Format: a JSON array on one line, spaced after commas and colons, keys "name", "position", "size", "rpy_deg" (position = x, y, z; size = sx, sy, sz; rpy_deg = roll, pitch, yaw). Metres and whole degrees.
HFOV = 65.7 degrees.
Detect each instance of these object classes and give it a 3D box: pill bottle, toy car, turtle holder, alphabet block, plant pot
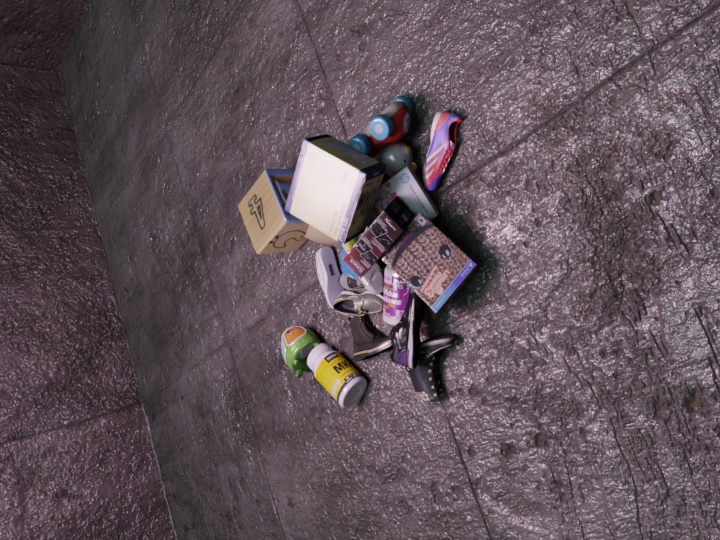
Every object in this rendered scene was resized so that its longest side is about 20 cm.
[{"name": "pill bottle", "position": [-0.080, 0.334, 1.800], "size": [0.199, 0.112, 0.117], "rpy_deg": [39, 120, 33]}, {"name": "toy car", "position": [0.098, -0.337, 1.533], "size": [0.175, 0.185, 0.202], "rpy_deg": [-30, 104, 41]}, {"name": "turtle holder", "position": [-0.201, 0.270, 1.912], "size": [0.142, 0.185, 0.131], "rpy_deg": [-48, 60, 0]}, {"name": "alphabet block", "position": [-0.260, -0.196, 1.855], "size": [0.199, 0.191, 0.202], "rpy_deg": [-40, 67, 40]}, {"name": "plant pot", "position": [-0.067, -0.159, 1.692], "size": [0.131, 0.202, 0.204], "rpy_deg": [28, 121, -3]}, {"name": "pill bottle", "position": [0.119, 0.043, 1.569], "size": [0.110, 0.110, 0.209], "rpy_deg": [10, 103, 42]}]

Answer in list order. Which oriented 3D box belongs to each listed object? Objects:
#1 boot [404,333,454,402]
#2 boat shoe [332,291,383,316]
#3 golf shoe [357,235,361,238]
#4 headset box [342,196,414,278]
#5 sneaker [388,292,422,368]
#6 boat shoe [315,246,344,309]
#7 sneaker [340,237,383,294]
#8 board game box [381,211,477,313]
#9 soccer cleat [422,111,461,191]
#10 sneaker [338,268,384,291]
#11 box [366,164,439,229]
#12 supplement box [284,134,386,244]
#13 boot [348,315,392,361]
[{"name": "boot", "position": [0.203, 0.271, 1.549], "size": [0.201, 0.072, 0.159], "rpy_deg": [-28, 81, 42]}, {"name": "boat shoe", "position": [-0.003, 0.107, 1.715], "size": [0.197, 0.060, 0.074], "rpy_deg": [1, 122, 42]}, {"name": "golf shoe", "position": [0.030, -0.107, 1.661], "size": [0.093, 0.071, 0.202], "rpy_deg": [51, 126, 26]}, {"name": "headset box", "position": [0.043, -0.083, 1.482], "size": [0.077, 0.149, 0.200], "rpy_deg": [43, 118, -2]}, {"name": "sneaker", "position": [0.114, 0.158, 1.497], "size": [0.085, 0.075, 0.208], "rpy_deg": [9, 102, 25]}, {"name": "boat shoe", "position": [-0.102, 0.026, 1.821], "size": [0.065, 0.071, 0.208], "rpy_deg": [-18, 79, 59]}, {"name": "sneaker", "position": [0.000, 0.000, 1.634], "size": [0.204, 0.074, 0.106], "rpy_deg": [62, 148, 23]}, {"name": "board game box", "position": [0.180, -0.018, 1.441], "size": [0.199, 0.097, 0.161], "rpy_deg": [43, 97, 14]}, {"name": "soccer cleat", "position": [0.213, -0.308, 1.463], "size": [0.072, 0.067, 0.208], "rpy_deg": [19, 106, 36]}, {"name": "sneaker", "position": [-0.003, 0.027, 1.709], "size": [0.196, 0.078, 0.077], "rpy_deg": [-2, 96, 46]}, {"name": "box", "position": [0.097, -0.166, 1.539], "size": [0.197, 0.041, 0.158], "rpy_deg": [-32, 98, 24]}, {"name": "supplement box", "position": [-0.066, -0.217, 1.469], "size": [0.196, 0.134, 0.205], "rpy_deg": [29, 118, 16]}, {"name": "boot", "position": [0.032, 0.187, 1.703], "size": [0.197, 0.076, 0.143], "rpy_deg": [-27, 72, 42]}]
